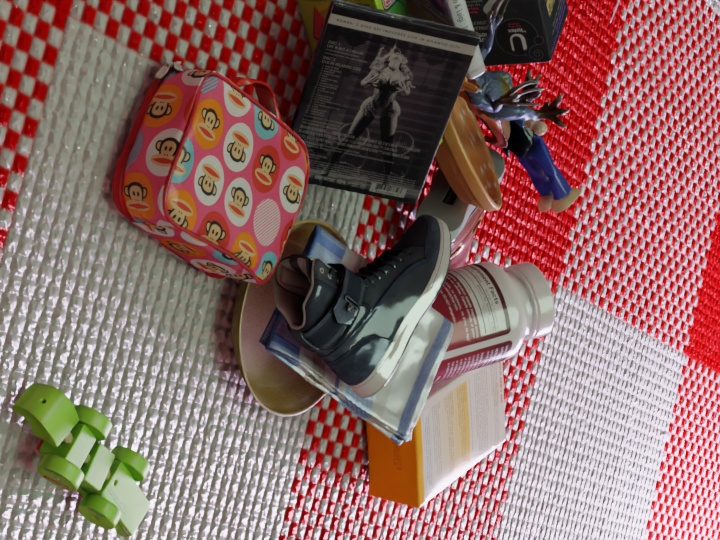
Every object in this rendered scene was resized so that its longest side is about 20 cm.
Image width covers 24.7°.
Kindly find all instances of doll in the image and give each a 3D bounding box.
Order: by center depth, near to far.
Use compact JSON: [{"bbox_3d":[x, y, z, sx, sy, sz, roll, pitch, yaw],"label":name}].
[{"bbox_3d":[0.181,-0.159,1.914,0.048,0.136,0.200,-41,105,-12],"label":"doll"}]

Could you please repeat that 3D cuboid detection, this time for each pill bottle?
[{"bbox_3d":[0.106,0.056,1.800,0.199,0.113,0.114,-15,114,-22],"label":"pill bottle"}]

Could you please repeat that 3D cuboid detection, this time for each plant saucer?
[{"bbox_3d":[-0.073,0.045,1.666,0.200,0.035,0.201,-21,115,-52],"label":"plant saucer"},{"bbox_3d":[0.100,-0.154,1.798,0.201,0.037,0.200,60,15,-28],"label":"plant saucer"}]

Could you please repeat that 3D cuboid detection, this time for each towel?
[{"bbox_3d":[0.002,0.066,1.658,0.200,0.024,0.147,36,65,-26],"label":"towel"}]

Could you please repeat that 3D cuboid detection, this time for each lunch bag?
[{"bbox_3d":[-0.127,-0.097,1.505,0.200,0.082,0.177,39,65,-53],"label":"lunch bag"}]

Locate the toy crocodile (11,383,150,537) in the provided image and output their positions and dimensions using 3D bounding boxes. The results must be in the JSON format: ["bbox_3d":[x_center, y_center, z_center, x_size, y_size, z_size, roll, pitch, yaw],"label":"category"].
[{"bbox_3d":[-0.239,0.170,1.434,0.068,0.061,0.200,-63,148,-25],"label":"toy crocodile"}]

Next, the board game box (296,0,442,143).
[{"bbox_3d":[0.009,-0.207,1.663,0.048,0.101,0.201,-48,135,-35],"label":"board game box"}]

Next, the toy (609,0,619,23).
[{"bbox_3d":[0.349,-0.429,2.157,0.115,0.047,0.200,103,12,-46],"label":"toy"}]

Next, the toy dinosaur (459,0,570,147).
[{"bbox_3d":[0.134,-0.179,1.744,0.181,0.105,0.200,-1,139,-35],"label":"toy dinosaur"}]

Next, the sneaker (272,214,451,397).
[{"bbox_3d":[0.001,0.000,1.609,0.146,0.077,0.203,39,63,-26],"label":"sneaker"}]

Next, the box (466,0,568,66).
[{"bbox_3d":[0.145,-0.335,1.801,0.106,0.122,0.201,-66,148,-46],"label":"box"}]

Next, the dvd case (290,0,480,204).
[{"bbox_3d":[0.015,-0.160,1.603,0.016,0.148,0.201,-98,-157,-51],"label":"dvd case"}]

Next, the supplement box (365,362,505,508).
[{"bbox_3d":[0.088,0.173,1.908,0.200,0.073,0.127,-28,121,-50],"label":"supplement box"}]

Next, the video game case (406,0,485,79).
[{"bbox_3d":[0.046,-0.302,1.625,0.024,0.200,0.183,-30,130,-10],"label":"video game case"}]

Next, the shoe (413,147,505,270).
[{"bbox_3d":[0.106,-0.062,1.887,0.200,0.071,0.091,-55,161,-49],"label":"shoe"}]
